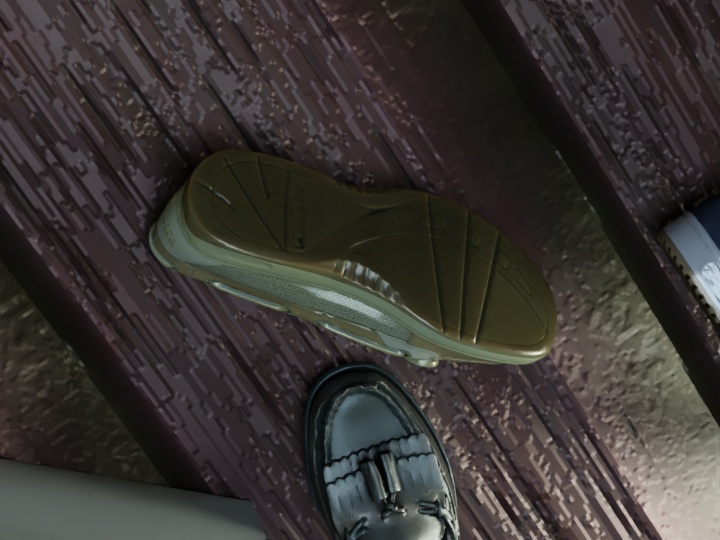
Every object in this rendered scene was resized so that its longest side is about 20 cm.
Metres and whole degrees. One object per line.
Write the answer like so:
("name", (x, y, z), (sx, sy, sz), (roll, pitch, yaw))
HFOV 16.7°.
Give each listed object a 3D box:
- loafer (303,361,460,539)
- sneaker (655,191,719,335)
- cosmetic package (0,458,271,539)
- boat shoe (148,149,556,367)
("loafer", (0.024, 0.143, 1.218), (0.071, 0.063, 0.201), (-18, 112, -7))
("sneaker", (0.244, 0.028, 1.228), (0.108, 0.070, 0.200), (-37, 110, 3))
("cosmetic package", (-0.141, 0.148, 1.155), (0.198, 0.113, 0.082), (13, 105, -15))
("boat shoe", (-0.001, 0.002, 1.169), (0.199, 0.063, 0.074), (16, 60, -22))
